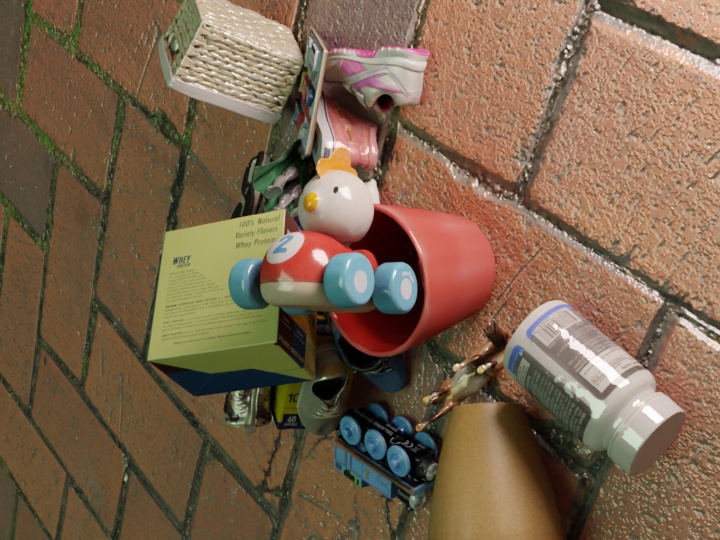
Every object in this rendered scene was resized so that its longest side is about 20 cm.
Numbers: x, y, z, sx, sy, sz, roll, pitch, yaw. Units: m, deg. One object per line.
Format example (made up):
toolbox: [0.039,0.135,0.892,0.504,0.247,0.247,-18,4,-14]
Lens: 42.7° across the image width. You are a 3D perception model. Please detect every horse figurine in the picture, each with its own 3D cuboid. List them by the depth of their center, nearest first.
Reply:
horse figurine: [0.142,0.142,1.239,0.050,0.132,0.201,47,119,14]

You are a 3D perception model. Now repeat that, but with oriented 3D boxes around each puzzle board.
puzzle board: [-0.079,-0.274,1.394,0.201,0.017,0.153,-111,29,-66]

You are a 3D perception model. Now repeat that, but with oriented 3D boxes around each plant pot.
plant pot: [0.169,0.278,1.195,0.185,0.184,0.204,-19,68,47]
plant pot: [0.074,0.005,1.233,0.198,0.175,0.205,9,102,46]

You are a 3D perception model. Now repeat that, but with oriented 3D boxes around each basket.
basket: [-0.200,-0.338,1.450,0.124,0.197,0.137,-55,37,28]

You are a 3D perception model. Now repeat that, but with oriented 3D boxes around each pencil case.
pencil case: [-0.166,0.145,1.427,0.089,0.076,0.204,-146,62,-79]

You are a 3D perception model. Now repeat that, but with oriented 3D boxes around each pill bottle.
pill bottle: [0.273,0.137,1.085,0.200,0.113,0.115,44,126,34]

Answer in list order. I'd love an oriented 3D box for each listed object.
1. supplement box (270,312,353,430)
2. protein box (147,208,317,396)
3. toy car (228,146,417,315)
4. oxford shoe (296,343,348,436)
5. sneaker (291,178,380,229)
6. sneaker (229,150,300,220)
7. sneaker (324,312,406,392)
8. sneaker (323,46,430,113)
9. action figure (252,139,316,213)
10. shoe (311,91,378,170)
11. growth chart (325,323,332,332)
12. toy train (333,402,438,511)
supplement box: [-0.073,0.136,1.443,0.110,0.107,0.203,-123,43,-57]
protein box: [-0.172,0.049,1.302,0.195,0.135,0.203,-9,59,17]
toy car: [-0.043,-0.052,1.112,0.182,0.176,0.204,-3,82,37]
oxford shoe: [-0.053,0.191,1.362,0.202,0.074,0.058,97,154,-46]
sneaker: [-0.041,-0.080,1.424,0.198,0.080,0.085,-7,107,52]
sneaker: [-0.143,-0.083,1.484,0.075,0.114,0.204,-22,48,51]
sneaker: [0.009,0.124,1.325,0.078,0.201,0.090,-26,43,14]
sneaker: [0.012,-0.272,1.326,0.198,0.080,0.090,12,104,47]
action figure: [-0.095,-0.146,1.398,0.054,0.201,0.120,1,122,19]
shoe: [-0.030,-0.211,1.394,0.201,0.089,0.072,-106,25,-54]
growth chart: [0.000,0.000,1.351,0.018,0.142,0.204,-155,65,-68]
toy train: [0.041,0.282,1.389,0.198,0.086,0.116,24,122,43]
